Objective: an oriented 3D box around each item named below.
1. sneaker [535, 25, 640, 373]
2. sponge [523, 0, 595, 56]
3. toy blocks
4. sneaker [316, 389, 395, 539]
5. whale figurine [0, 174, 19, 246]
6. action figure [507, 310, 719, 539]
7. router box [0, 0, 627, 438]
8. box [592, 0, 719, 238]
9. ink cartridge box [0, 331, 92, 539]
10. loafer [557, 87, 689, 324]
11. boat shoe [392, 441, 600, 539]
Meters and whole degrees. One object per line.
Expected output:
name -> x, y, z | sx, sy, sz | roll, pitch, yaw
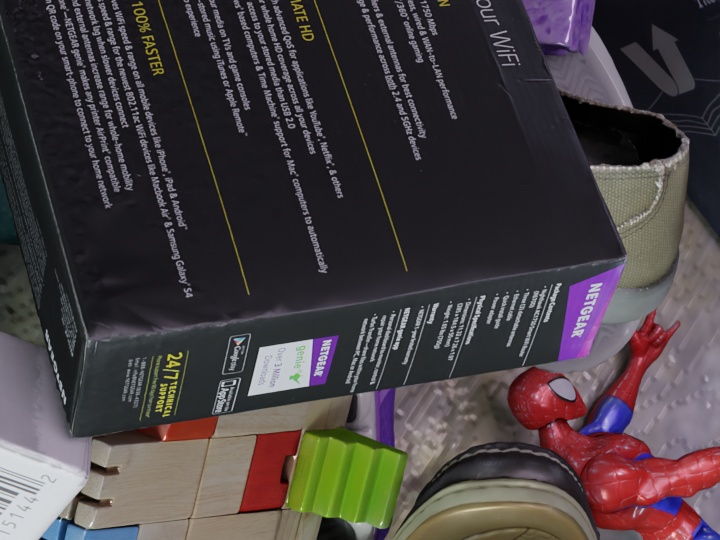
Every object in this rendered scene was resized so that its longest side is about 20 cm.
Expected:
sneaker -> 0.062, -0.065, 0.947 | 0.116, 0.073, 0.201 | -1, 74, -73
sponge -> -0.017, -0.138, 0.892 | 0.199, 0.030, 0.112 | 9, 89, 15
toy blocks -> -0.066, 0.066, 0.832 | 0.137, 0.100, 0.201 | 2, 104, -59
sneaker -> 0.000, 0.000, 0.932 | 0.083, 0.080, 0.201 | 5, 82, -39
whale figurine -> -0.165, -0.008, 0.791 | 0.199, 0.104, 0.160 | -13, 124, -9
action figure -> 0.137, 0.086, 0.994 | 0.200, 0.065, 0.099 | 42, 74, -17
router box -> -0.030, -0.059, 0.763 | 0.149, 0.051, 0.201 | -8, 58, -17
box -> 0.203, -0.077, 0.980 | 0.117, 0.196, 0.200 | -44, 102, -27
ink cartridge box -> -0.194, 0.068, 0.748 | 0.176, 0.200, 0.045 | 22, 42, -24
loafer -> 0.014, -0.055, 0.846 | 0.199, 0.070, 0.075 | 22, 39, -4
boat shoe -> 0.040, 0.091, 0.883 | 0.073, 0.200, 0.065 | 4, 64, 0
